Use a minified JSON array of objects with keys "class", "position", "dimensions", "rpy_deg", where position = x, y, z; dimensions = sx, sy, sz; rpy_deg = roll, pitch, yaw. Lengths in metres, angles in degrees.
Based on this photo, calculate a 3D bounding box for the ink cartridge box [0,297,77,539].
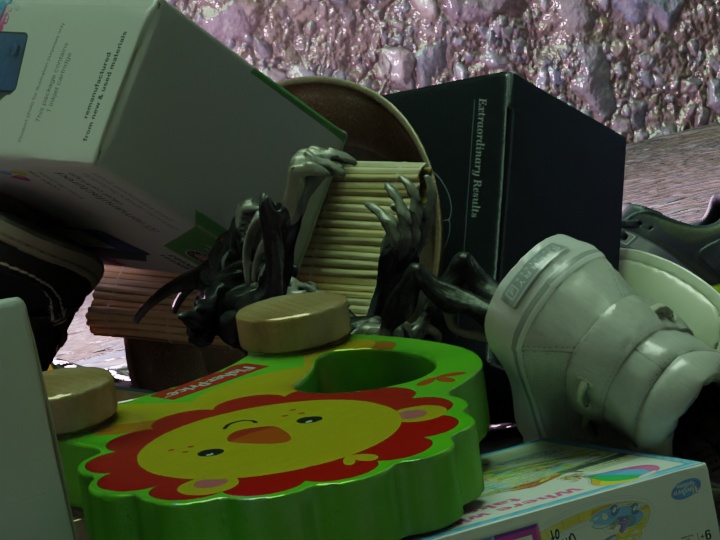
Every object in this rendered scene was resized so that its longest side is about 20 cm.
[{"class":"ink cartridge box","position":[-0.214,0.096,0.924],"dimensions":[0.145,0.145,0.200],"rpy_deg":[-15,7,-42]}]

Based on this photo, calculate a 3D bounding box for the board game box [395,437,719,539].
[{"class":"board game box","position":[0.011,0.104,0.939],"dimensions":[0.200,0.034,0.134],"rpy_deg":[-13,5,-20]}]

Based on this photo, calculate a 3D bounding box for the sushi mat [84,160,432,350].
[{"class":"sushi mat","position":[-0.052,-0.008,1.251],"dimensions":[0.200,0.096,0.012],"rpy_deg":[4,-13,41]}]

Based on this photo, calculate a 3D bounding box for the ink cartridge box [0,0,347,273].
[{"class":"ink cartridge box","position":[-0.133,-0.063,1.229],"dimensions":[0.200,0.088,0.145],"rpy_deg":[8,-17,41]}]

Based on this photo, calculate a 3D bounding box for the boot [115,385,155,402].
[{"class":"boot","position":[-0.037,0.095,1.125],"dimensions":[0.200,0.075,0.097],"rpy_deg":[-2,26,-28]}]

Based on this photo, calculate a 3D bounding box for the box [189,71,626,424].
[{"class":"box","position":[0.022,-0.002,1.315],"dimensions":[0.200,0.149,0.107],"rpy_deg":[-8,-21,39]}]

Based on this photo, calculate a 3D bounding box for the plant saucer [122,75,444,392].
[{"class":"plant saucer","position":[-0.031,0.006,1.261],"dimensions":[0.200,0.201,0.037],"rpy_deg":[-8,-21,38]}]

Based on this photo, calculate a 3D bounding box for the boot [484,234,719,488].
[{"class":"boot","position":[0.114,0.059,1.029],"dimensions":[0.074,0.096,0.200],"rpy_deg":[-49,-25,-3]}]

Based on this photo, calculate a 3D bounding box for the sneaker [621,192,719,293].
[{"class":"sneaker","position":[0.146,0.004,1.512],"dimensions":[0.200,0.081,0.074],"rpy_deg":[-13,5,-16]}]

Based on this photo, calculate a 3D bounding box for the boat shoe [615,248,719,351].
[{"class":"boat shoe","position":[0.119,0.030,1.337],"dimensions":[0.202,0.072,0.060],"rpy_deg":[5,-17,43]}]

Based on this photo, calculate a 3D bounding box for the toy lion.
[{"class":"toy lion","position":[-0.026,0.065,0.958],"dimensions":[0.192,0.069,0.200],"rpy_deg":[4,16,45]}]

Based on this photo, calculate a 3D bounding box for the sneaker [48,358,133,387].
[{"class":"sneaker","position":[-0.138,0.085,1.370],"dimensions":[0.077,0.078,0.200],"rpy_deg":[1,4,-17]}]

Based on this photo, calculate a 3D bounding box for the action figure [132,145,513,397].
[{"class":"action figure","position":[0.000,0.000,1.129],"dimensions":[0.200,0.102,0.119],"rpy_deg":[9,3,24]}]

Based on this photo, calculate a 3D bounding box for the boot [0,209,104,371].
[{"class":"boot","position":[-0.189,0.052,1.243],"dimensions":[0.073,0.151,0.200],"rpy_deg":[27,-13,-5]}]
